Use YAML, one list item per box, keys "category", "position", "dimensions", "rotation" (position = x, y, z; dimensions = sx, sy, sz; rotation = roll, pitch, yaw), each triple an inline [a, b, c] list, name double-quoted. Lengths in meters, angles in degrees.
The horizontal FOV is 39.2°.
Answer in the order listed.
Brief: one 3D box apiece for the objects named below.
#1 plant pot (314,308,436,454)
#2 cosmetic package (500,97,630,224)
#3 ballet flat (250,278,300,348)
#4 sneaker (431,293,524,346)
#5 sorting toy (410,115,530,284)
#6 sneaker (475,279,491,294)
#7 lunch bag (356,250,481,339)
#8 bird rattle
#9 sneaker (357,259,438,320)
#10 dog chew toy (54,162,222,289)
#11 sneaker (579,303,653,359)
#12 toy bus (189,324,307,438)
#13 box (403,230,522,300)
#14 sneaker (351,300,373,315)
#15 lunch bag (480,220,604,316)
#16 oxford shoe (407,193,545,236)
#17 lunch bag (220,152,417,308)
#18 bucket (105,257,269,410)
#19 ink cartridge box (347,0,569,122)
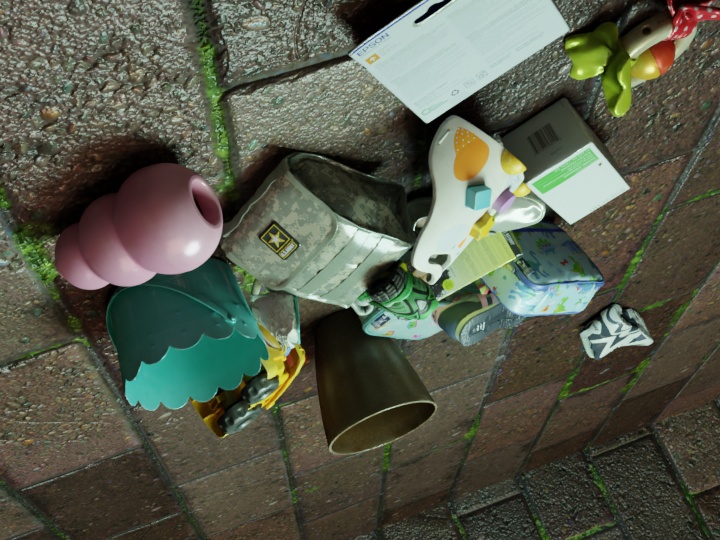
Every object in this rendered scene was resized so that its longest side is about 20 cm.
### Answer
- category: "plant pot"
  position: [0.001, 0.171, 1.658]
  dimensions: [0.187, 0.200, 0.187]
  rotation: [-19, 156, -9]
- category: "cosmetic package"
  position: [0.288, -0.148, 1.406]
  dimensions: [0.108, 0.085, 0.200]
  rotation: [-34, 152, 19]
- category: "ballet flat"
  position: [-0.114, 0.043, 1.347]
  dimensions: [0.072, 0.200, 0.072]
  rotation: [-2, 116, -5]
- category: "sneaker"
  position: [0.196, 0.055, 1.595]
  dimensions: [0.200, 0.082, 0.070]
  rotation: [-15, 125, -44]
- category: "sorting toy"
  position: [0.123, -0.070, 1.279]
  dimensions: [0.180, 0.107, 0.200]
  rotation: [-58, 163, -2]
- category: "sneaker"
  position: [0.216, 0.041, 1.715]
  dimensions: [0.078, 0.090, 0.200]
  rotation: [-19, 156, -12]
- category: "lunch bag"
  position: [0.092, 0.042, 1.625]
  dimensions: [0.160, 0.077, 0.200]
  rotation: [-37, 152, 29]
- category: "bird rattle"
  position: [0.350, -0.281, 1.225]
  dimensions: [0.200, 0.113, 0.163]
  rotation: [-41, 164, 7]
- category: "sneaker"
  position: [0.050, 0.034, 1.356]
  dimensions: [0.078, 0.085, 0.200]
  rotation: [-50, -171, 0]
- category: "dog chew toy"
  position: [-0.255, -0.038, 1.128]
  dimensions: [0.200, 0.125, 0.125]
  rotation: [-23, 156, 18]
- category: "sneaker"
  position: [0.553, 0.146, 2.224]
  dimensions: [0.130, 0.080, 0.199]
  rotation: [-34, 153, 26]
- category: "toy bus"
  position: [-0.155, 0.145, 1.579]
  dimensions: [0.192, 0.136, 0.200]
  rotation: [-18, 156, -43]
- category: "box"
  position: [0.134, -0.010, 1.486]
  dimensions: [0.200, 0.075, 0.050]
  rotation: [-31, -174, 11]
- category: "sneaker"
  position: [0.000, 0.000, 1.455]
  dimensions: [0.074, 0.089, 0.200]
  rotation: [-20, 154, -4]
- category: "lunch bag"
  position: [0.271, -0.009, 1.583]
  dimensions: [0.200, 0.161, 0.082]
  rotation: [-1, 133, -40]
- category: "oxford shoe"
  position: [0.157, -0.069, 1.405]
  dimensions: [0.200, 0.058, 0.075]
  rotation: [-3, 133, 6]
- category: "lunch bag"
  position: [-0.058, -0.051, 1.265]
  dimensions: [0.200, 0.118, 0.164]
  rotation: [17, 136, -33]
- category: "bucket"
  position: [-0.237, 0.084, 1.357]
  dimensions: [0.207, 0.135, 0.207]
  rotation: [-19, 155, -9]
- category: "ink cartridge box"
  position: [0.104, -0.259, 1.079]
  dimensions: [0.200, 0.041, 0.200]
  rotation: [-31, 154, 17]
